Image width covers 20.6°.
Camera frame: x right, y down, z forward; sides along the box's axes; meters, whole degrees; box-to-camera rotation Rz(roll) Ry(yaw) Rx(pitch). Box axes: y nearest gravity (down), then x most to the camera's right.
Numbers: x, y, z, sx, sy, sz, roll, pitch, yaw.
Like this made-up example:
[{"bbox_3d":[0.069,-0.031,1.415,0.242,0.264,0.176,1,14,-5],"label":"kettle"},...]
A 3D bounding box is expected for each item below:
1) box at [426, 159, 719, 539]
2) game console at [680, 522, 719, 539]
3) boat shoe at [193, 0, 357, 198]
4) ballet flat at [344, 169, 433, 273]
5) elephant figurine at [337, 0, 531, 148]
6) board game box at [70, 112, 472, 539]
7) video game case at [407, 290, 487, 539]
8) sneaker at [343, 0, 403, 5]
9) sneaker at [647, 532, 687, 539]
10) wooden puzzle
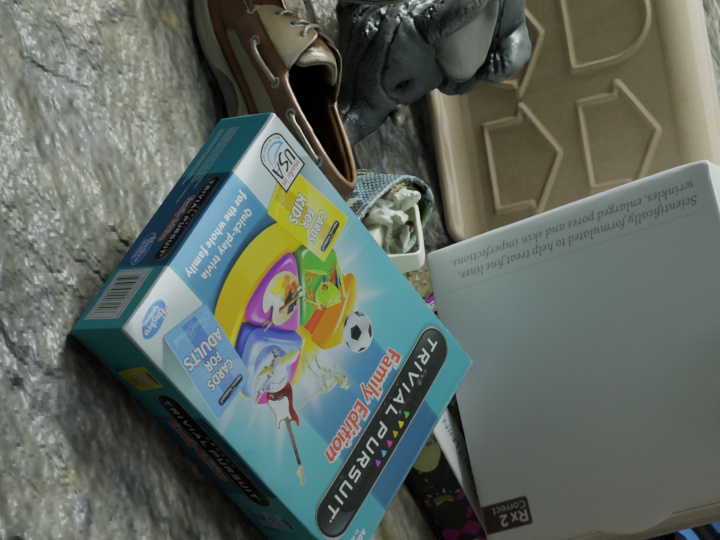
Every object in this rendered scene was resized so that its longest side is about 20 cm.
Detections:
[{"bbox_3d":[0.171,0.061,1.216,0.131,0.199,0.201,10,65,-60],"label":"box"},{"bbox_3d":[0.269,0.182,1.480,0.200,0.171,0.118,48,8,-33],"label":"game console"},{"bbox_3d":[-0.044,-0.118,1.174,0.076,0.072,0.200,14,56,-56],"label":"boat shoe"},{"bbox_3d":[0.000,0.000,1.169,0.074,0.074,0.200,55,33,-24],"label":"ballet flat"},{"bbox_3d":[0.034,-0.159,1.265,0.200,0.141,0.156,-33,106,-65],"label":"elephant figurine"},{"bbox_3d":[-0.039,0.041,1.049,0.200,0.047,0.151,50,57,-30],"label":"board game box"},{"bbox_3d":[0.085,0.103,1.290,0.182,0.036,0.200,63,29,-14],"label":"video game case"},{"bbox_3d":[-0.040,-0.240,1.193,0.200,0.075,0.106,30,33,-3],"label":"sneaker"},{"bbox_3d":[0.218,0.224,1.367,0.200,0.079,0.078,65,31,-25],"label":"sneaker"},{"bbox_3d":[0.146,-0.122,1.357,0.046,0.200,0.186,6,74,-65],"label":"wooden puzzle"}]
